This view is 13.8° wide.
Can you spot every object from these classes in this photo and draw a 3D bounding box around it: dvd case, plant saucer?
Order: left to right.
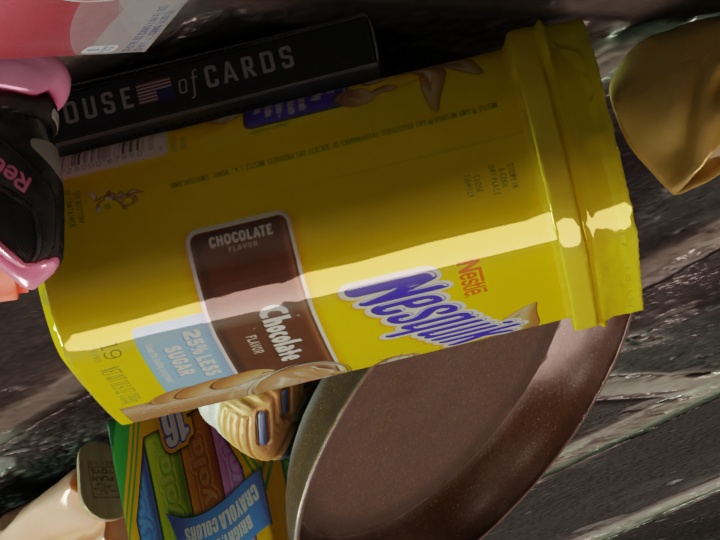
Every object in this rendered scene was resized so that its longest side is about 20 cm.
[{"bbox_3d":[-0.059,-0.038,1.122,0.150,0.025,0.200,-14,166,1],"label":"dvd case"},{"bbox_3d":[0.037,0.051,1.237,0.200,0.032,0.200,-37,150,-26],"label":"plant saucer"}]

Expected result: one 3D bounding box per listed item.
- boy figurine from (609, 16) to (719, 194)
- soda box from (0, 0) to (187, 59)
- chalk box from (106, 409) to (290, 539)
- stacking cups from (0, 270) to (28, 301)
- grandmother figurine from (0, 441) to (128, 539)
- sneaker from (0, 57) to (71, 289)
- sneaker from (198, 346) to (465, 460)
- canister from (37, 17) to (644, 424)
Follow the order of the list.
[{"bbox_3d":[0.194,-0.082,1.110,0.200,0.065,0.124,-15,168,-6],"label":"boy figurine"},{"bbox_3d":[-0.056,-0.119,0.737,0.063,0.070,0.200,-5,163,-25],"label":"soda box"},{"bbox_3d":[-0.029,0.150,1.489,0.125,0.200,0.124,-1,161,-40],"label":"chalk box"},{"bbox_3d":[-0.215,-0.002,1.024,0.199,0.061,0.061,-9,165,-5],"label":"stacking cups"},{"bbox_3d":[-0.181,0.149,1.632,0.121,0.061,0.200,8,153,-34],"label":"grandmother figurine"},{"bbox_3d":[-0.187,-0.014,0.963,0.199,0.096,0.079,-12,167,-1],"label":"sneaker"},{"bbox_3d":[0.000,0.000,1.248,0.200,0.088,0.075,-26,142,-36],"label":"sneaker"},{"bbox_3d":[-0.007,-0.012,1.054,0.200,0.087,0.149,-14,164,3],"label":"canister"}]
